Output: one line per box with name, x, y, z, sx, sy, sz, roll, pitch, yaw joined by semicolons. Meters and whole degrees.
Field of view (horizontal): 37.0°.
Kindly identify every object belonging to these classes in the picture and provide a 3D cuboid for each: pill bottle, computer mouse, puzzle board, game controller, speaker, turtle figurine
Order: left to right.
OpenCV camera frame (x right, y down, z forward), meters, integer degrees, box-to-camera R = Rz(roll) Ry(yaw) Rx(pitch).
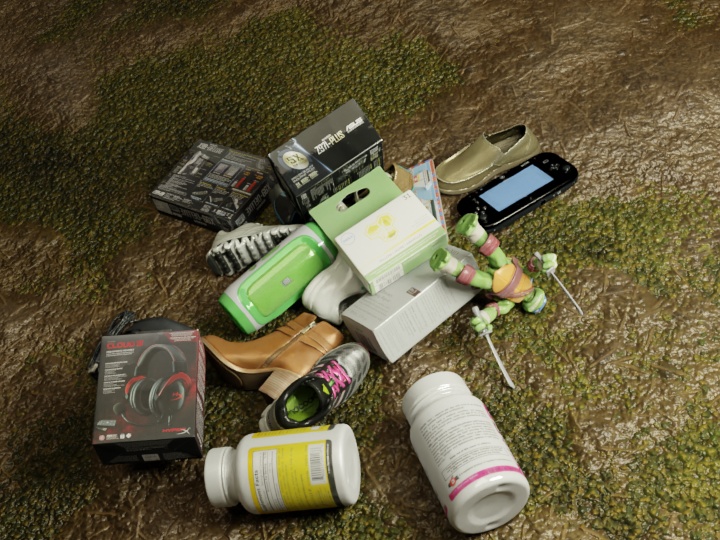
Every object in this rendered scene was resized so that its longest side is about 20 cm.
computer mouse;-0.342;0.117;1.736;0.200;0.053;0.139;6;50;23
speaker;-0.130;0.012;1.731;0.200;0.089;0.088;-41;50;-11
pill bottle;-0.107;0.275;1.477;0.200;0.111;0.111;-7;47;11
puzzle board;0.064;-0.092;1.793;0.150;0.017;0.200;-24;44;18
pill bottle;0.134;0.237;1.433;0.113;0.113;0.200;-24;47;-4
turtle figurine;0.207;0.020;1.545;0.144;0.194;0.200;-40;24;38
game controller;0.258;-0.130;1.776;0.200;0.042;0.104;-30;47;-11

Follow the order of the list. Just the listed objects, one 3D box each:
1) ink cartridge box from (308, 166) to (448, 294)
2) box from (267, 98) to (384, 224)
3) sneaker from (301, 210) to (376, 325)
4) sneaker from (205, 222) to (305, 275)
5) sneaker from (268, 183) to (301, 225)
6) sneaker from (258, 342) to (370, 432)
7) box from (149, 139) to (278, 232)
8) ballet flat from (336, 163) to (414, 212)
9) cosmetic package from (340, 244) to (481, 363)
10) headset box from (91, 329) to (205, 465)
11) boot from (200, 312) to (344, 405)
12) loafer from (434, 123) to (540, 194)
ink cartridge box;0.022;-0.075;1.672;0.145;0.048;0.200;-33;60;-8
box;-0.051;-0.171;1.740;0.164;0.200;0.086;-34;80;-3
sneaker;0.000;0.000;1.717;0.088;0.075;0.200;35;84;26
sneaker;-0.163;-0.052;1.824;0.200;0.075;0.081;-9;38;9
sneaker;-0.056;-0.132;1.871;0.200;0.073;0.082;-22;62;5
sneaker;-0.055;0.172;1.550;0.200;0.087;0.074;-37;90;-24
box;-0.259;-0.151;1.954;0.200;0.050;0.158;18;56;30
ballet flat;0.001;-0.106;1.785;0.200;0.072;0.068;-39;42;1
cosmetic package;0.081;0.044;1.637;0.200;0.074;0.102;-40;31;-17
headset box;-0.306;0.175;1.578;0.148;0.075;0.200;-4;55;0
boot;-0.138;0.114;1.656;0.200;0.077;0.155;24;61;32
loafer;0.209;-0.196;1.833;0.200;0.068;0.076;-26;46;-7
